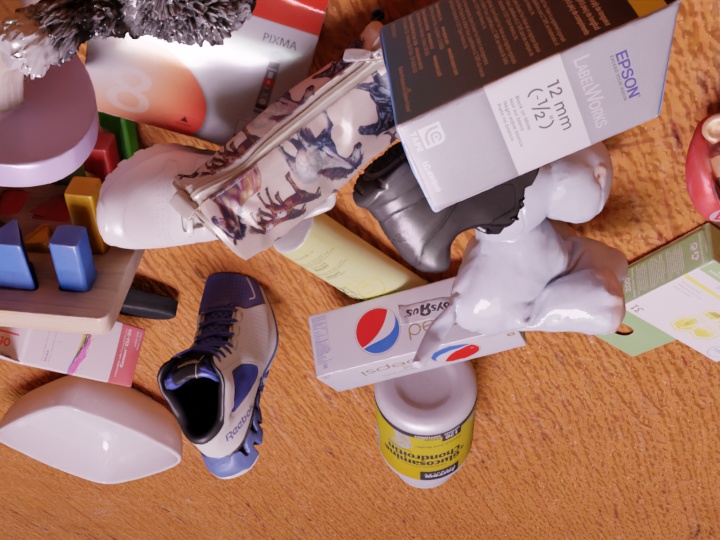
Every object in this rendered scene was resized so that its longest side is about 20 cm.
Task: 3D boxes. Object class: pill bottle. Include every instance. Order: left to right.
[{"bbox_3d":[0.072,0.168,1.149,0.110,0.114,0.201,4,147,6],"label":"pill bottle"}]

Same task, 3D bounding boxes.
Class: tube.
[{"bbox_3d":[0.000,0.000,0.967,0.058,0.052,0.199,29,177,45],"label":"tube"}]

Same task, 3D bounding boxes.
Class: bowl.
[{"bbox_3d":[-0.339,0.197,1.317,0.198,0.076,0.199,-22,136,38],"label":"bowl"}]

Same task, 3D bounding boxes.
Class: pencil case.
[{"bbox_3d":[-0.038,-0.091,0.717,0.199,0.078,0.090,-39,150,-1],"label":"pencil case"}]

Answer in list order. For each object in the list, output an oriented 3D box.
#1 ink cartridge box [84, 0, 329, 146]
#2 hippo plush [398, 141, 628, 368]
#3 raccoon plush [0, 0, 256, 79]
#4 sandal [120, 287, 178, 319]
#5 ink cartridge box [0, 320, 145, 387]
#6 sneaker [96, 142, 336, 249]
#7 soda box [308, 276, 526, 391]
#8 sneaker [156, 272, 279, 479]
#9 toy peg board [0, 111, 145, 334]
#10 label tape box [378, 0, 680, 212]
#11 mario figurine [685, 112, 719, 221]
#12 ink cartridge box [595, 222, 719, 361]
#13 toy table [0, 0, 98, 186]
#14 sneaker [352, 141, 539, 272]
[{"bbox_3d":[-0.107,-0.168,0.727,0.160,0.051,0.200,15,150,-12],"label":"ink cartridge box"},{"bbox_3d":[0.122,-0.043,0.824,0.196,0.160,0.163,-7,117,-4],"label":"hippo plush"},{"bbox_3d":[-0.106,-0.191,0.571,0.096,0.201,0.135,32,138,3],"label":"raccoon plush"},{"bbox_3d":[-0.279,0.011,1.046,0.198,0.049,0.075,15,164,-38],"label":"sandal"},{"bbox_3d":[-0.328,0.061,1.036,0.115,0.069,0.199,9,171,30],"label":"ink cartridge box"},{"bbox_3d":[-0.109,-0.056,0.792,0.080,0.198,0.078,21,117,39],"label":"sneaker"},{"bbox_3d":[0.054,0.057,0.983,0.197,0.065,0.068,-15,157,14],"label":"soda box"},{"bbox_3d":[-0.135,0.086,0.984,0.079,0.202,0.115,-7,153,14],"label":"sneaker"},{"bbox_3d":[-0.269,-0.063,0.805,0.196,0.201,0.099,4,132,6],"label":"toy peg board"},{"bbox_3d":[0.114,-0.130,0.597,0.197,0.144,0.067,-21,123,11],"label":"label tape box"},{"bbox_3d":[0.305,-0.092,0.698,0.124,0.106,0.200,45,135,5],"label":"mario figurine"},{"bbox_3d":[0.291,0.042,0.969,0.144,0.049,0.199,27,140,-28],"label":"ink cartridge box"},{"bbox_3d":[-0.254,-0.158,0.673,0.199,0.184,0.118,34,144,21],"label":"toy table"},{"bbox_3d":[0.088,-0.077,0.698,0.091,0.199,0.076,56,167,-16],"label":"sneaker"}]
